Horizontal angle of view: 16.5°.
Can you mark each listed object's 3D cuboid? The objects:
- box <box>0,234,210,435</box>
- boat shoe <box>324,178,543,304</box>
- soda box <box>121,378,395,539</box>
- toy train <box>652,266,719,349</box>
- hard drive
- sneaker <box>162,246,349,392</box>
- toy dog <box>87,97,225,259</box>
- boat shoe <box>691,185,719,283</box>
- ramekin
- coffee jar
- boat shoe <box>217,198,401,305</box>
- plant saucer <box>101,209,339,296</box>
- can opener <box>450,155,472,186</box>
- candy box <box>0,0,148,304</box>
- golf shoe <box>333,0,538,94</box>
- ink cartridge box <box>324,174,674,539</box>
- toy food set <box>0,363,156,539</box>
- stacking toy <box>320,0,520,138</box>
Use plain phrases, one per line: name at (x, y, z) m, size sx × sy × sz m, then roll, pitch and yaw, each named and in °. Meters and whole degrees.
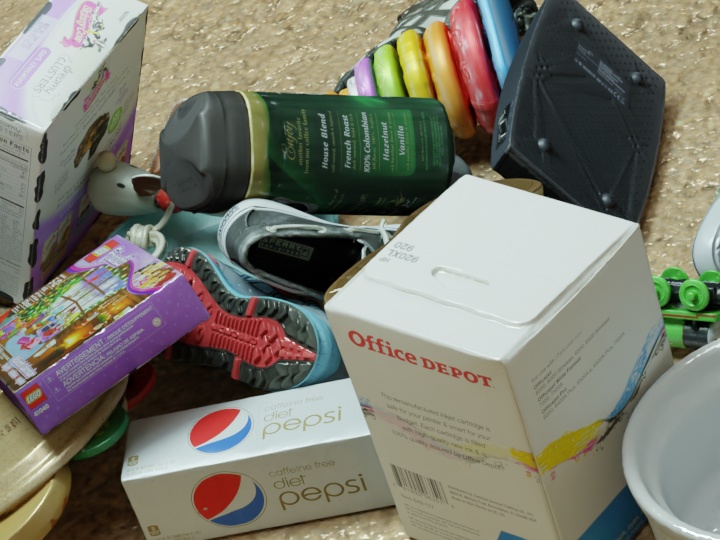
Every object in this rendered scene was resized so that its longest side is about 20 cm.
box at (-0.192, 0.040, 1.713) m, size 0.137 × 0.039 × 0.200 m, roll -35°, pitch 17°, yaw -11°
boat shoe at (0.058, 0.004, 1.696) m, size 0.072 × 0.072 × 0.200 m, roll 5°, pitch 33°, yaw 43°
soda box at (-0.055, 0.126, 1.664) m, size 0.200 × 0.068 × 0.064 m, roll -12°, pitch 37°, yaw 10°
toy train at (0.164, 0.023, 1.711) m, size 0.200 × 0.056 × 0.042 m, roll 6°, pitch 15°, yaw 33°
hard drive at (0.160, -0.110, 1.837) m, size 0.042 × 0.135 × 0.200 m, roll -36°, pitch 24°, yaw 38°
sneaker at (-0.073, 0.045, 1.755) m, size 0.200 × 0.096 × 0.079 m, roll 29°, pitch 99°, yaw 45°
toy dog at (-0.122, -0.081, 1.887) m, size 0.200 × 0.096 × 0.132 m, roll -13°, pitch 35°, yaw 8°
boat shoe at (0.284, -0.047, 1.756) m, size 0.062 × 0.072 × 0.200 m, roll -10°, pitch 25°, yaw 46°
ramekin at (0.264, 0.129, 1.490) m, size 0.200 × 0.098 × 0.200 m, roll -13°, pitch 35°, yaw 9°
coffee jar at (-0.041, -0.084, 1.787) m, size 0.200 × 0.085 × 0.104 m, roll 0°, pitch -7°, yaw -25°
boat shoe at (0.001, -0.003, 1.737) m, size 0.199 × 0.074 × 0.068 m, roll 19°, pitch 11°, yaw -25°
plant saucer at (-0.108, -0.003, 1.890) m, size 0.200 × 0.036 × 0.200 m, roll -13°, pitch 36°, yaw 10°
can opener at (0.080, -0.054, 1.857) m, size 0.066 × 0.053 × 0.200 m, roll -32°, pitch 38°, yaw -20°
candy box at (-0.241, -0.101, 1.933) m, size 0.072 × 0.200 × 0.168 m, roll 24°, pitch 47°, yaw 10°
golf shoe at (0.051, -0.173, 2.028) m, size 0.200 × 0.078 × 0.094 m, roll -32°, pitch 20°, yaw -21°
ink cartridge box at (0.099, 0.070, 1.555) m, size 0.147 × 0.200 × 0.145 m, roll 17°, pitch 49°, yaw 39°
toy food set at (-0.230, 0.127, 1.716) m, size 0.198 × 0.049 × 0.200 m, roll -46°, pitch 19°, yaw -24°
stacking toy at (0.031, -0.139, 1.925) m, size 0.200 × 0.116 × 0.110 m, roll -15°, pitch 66°, yaw 6°
